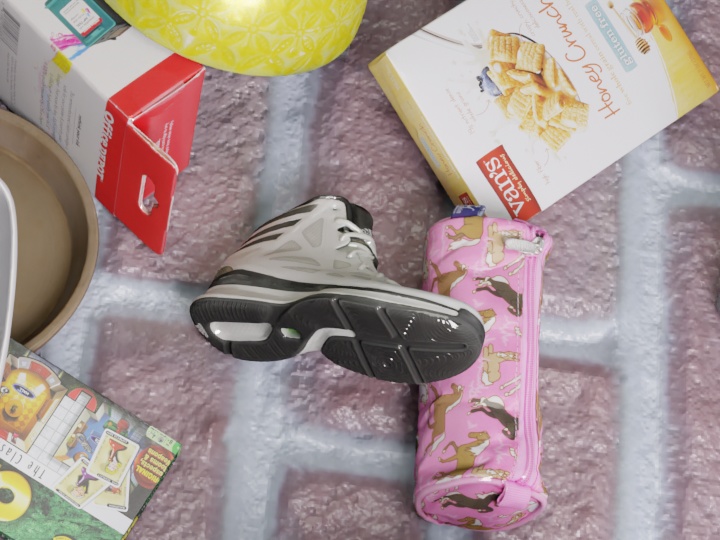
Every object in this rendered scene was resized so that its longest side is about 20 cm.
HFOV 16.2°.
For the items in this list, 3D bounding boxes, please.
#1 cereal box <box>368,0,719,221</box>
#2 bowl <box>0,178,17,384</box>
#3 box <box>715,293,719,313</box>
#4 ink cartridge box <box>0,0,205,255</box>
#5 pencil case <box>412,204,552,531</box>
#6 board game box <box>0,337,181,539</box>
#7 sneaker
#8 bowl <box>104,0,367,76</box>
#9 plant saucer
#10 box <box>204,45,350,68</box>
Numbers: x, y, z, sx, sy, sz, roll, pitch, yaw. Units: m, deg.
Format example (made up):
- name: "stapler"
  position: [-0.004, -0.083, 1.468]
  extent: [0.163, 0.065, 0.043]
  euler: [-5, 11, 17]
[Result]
- name: "cereal box"
  position: [0.122, -0.127, 1.659]
  extent: [0.200, 0.040, 0.144]
  euler: [-34, 93, -23]
- name: "bowl"
  position: [-0.304, 0.024, 1.453]
  extent: [0.199, 0.075, 0.200]
  euler: [10, 70, -13]
- name: "box"
  position: [0.297, 0.058, 1.532]
  extent: [0.048, 0.159, 0.200]
  euler: [-19, 65, -17]
- name: "ink cartridge box"
  position: [-0.166, -0.118, 1.596]
  extent: [0.067, 0.116, 0.200]
  euler: [-38, 73, -26]
- name: "pencil case"
  position: [0.076, 0.062, 1.547]
  extent: [0.082, 0.087, 0.201]
  euler: [4, 62, 0]
- name: "board game box"
  position: [-0.217, 0.096, 1.505]
  extent: [0.200, 0.023, 0.105]
  euler: [31, 73, 1]
- name: "sneaker"
  position: [0.000, 0.000, 1.546]
  extent: [0.200, 0.076, 0.116]
  euler: [6, 50, 32]
- name: "bowl"
  position: [-0.071, -0.228, 1.582]
  extent: [0.200, 0.108, 0.201]
  euler: [17, 43, -16]
- name: "plant saucer"
  position: [-0.264, -0.017, 1.578]
  extent: [0.199, 0.029, 0.201]
  euler: [3, 62, -6]
- name: "box"
  position: [-0.097, -0.233, 1.706]
  extent: [0.158, 0.048, 0.201]
  euler: [-5, 63, -12]
